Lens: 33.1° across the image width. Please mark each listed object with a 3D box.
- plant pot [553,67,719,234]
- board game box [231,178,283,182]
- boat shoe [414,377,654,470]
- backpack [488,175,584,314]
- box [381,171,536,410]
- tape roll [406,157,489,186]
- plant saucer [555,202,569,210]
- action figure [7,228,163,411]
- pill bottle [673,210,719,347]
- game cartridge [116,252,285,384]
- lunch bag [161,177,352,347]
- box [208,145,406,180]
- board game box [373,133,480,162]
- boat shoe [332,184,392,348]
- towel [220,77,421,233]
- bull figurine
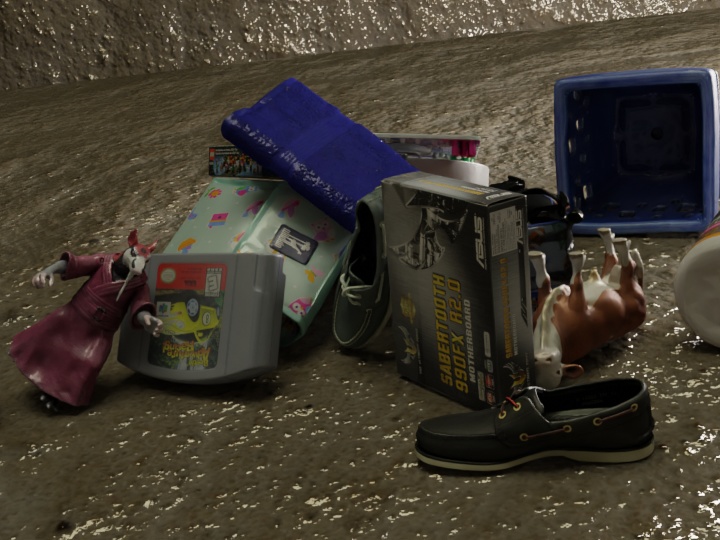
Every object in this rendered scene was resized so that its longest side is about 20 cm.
[{"bbox_3d":[0.367,-0.162,1.555,0.199,0.201,0.180,1,14,25],"label":"plant pot"},{"bbox_3d":[-0.074,-0.091,1.587,0.198,0.041,0.200,2,1,-6],"label":"board game box"},{"bbox_3d":[0.142,0.125,1.009,0.200,0.064,0.074,-6,21,10],"label":"boat shoe"},{"bbox_3d":[0.122,-0.015,1.285,0.189,0.155,0.200,-4,9,-7],"label":"backpack"},{"bbox_3d":[0.090,0.018,1.120,0.048,0.201,0.158,-16,21,-32],"label":"box"},{"bbox_3d":[0.077,-0.125,1.663,0.201,0.037,0.203,2,-2,0],"label":"tape roll"},{"bbox_3d":[0.138,-0.056,1.547,0.198,0.037,0.200,-13,14,-16],"label":"plant saucer"},{"bbox_3d":[-0.264,0.045,1.244,0.134,0.200,0.149,39,5,1],"label":"action figure"},{"bbox_3d":[0.393,-0.008,1.208,0.116,0.117,0.200,3,21,29],"label":"pill bottle"},{"bbox_3d":[-0.167,0.049,1.239,0.199,0.134,0.041,-1,-6,33],"label":"game cartridge"},{"bbox_3d":[-0.108,-0.011,1.339,0.199,0.122,0.171,6,50,33],"label":"lunch bag"},{"bbox_3d":[-0.064,-0.127,1.454,0.199,0.038,0.136,0,4,-34],"label":"box"},{"bbox_3d":[0.059,-0.158,1.632,0.198,0.026,0.200,2,-2,4],"label":"board game box"},{"bbox_3d":[0.000,0.000,1.223,0.062,0.201,0.073,-16,48,-43],"label":"boat shoe"},{"bbox_3d":[-0.043,-0.122,1.332,0.200,0.050,0.148,37,41,11],"label":"towel"},{"bbox_3d":[0.211,0.035,1.166,0.065,0.122,0.199,8,18,41],"label":"bull figurine"}]
